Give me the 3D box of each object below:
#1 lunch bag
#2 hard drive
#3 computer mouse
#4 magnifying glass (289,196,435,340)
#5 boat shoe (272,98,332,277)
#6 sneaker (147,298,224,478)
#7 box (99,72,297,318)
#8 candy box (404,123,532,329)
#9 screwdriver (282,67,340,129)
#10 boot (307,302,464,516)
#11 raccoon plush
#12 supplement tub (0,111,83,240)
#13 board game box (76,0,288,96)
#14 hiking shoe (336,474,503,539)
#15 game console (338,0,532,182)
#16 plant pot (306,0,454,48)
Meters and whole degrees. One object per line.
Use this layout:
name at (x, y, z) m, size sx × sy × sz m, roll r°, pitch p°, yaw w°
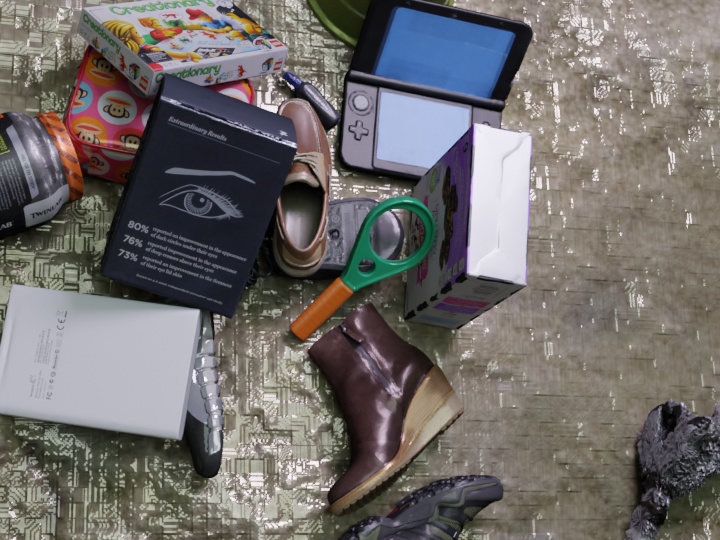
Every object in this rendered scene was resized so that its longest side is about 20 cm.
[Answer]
lunch bag at (-0.218, -0.175, 1.531) m, size 0.198 × 0.082 × 0.178 m, roll 16°, pitch 61°, yaw -12°
hard drive at (-0.269, 0.093, 1.427) m, size 0.198 × 0.026 × 0.133 m, roll 7°, pitch 79°, yaw 6°
computer mouse at (-0.051, -0.039, 1.568) m, size 0.198 × 0.053 × 0.140 m, roll 3°, pitch 72°, yaw -5°
magnifying glass at (0.000, 0.000, 1.528) m, size 0.200 × 0.022 × 0.080 m, roll -45°, pitch 114°, yaw 8°
boat shoe at (-0.062, -0.097, 1.519) m, size 0.075 × 0.072 × 0.202 m, roll -4°, pitch 73°, yaw -8°
sneaker at (-0.205, 0.122, 1.464) m, size 0.114 × 0.075 × 0.202 m, roll -3°, pitch 66°, yaw -12°
box at (-0.165, -0.076, 1.427) m, size 0.147 × 0.104 × 0.202 m, roll 20°, pitch 107°, yaw -13°
candy box at (0.115, -0.042, 1.536) m, size 0.071 × 0.200 × 0.170 m, roll 9°, pitch 72°, yaw -15°
screwdriver at (-0.100, -0.237, 1.623) m, size 0.200 × 0.028 × 0.029 m, roll 42°, pitch 96°, yaw 1°
boot at (-0.003, 0.150, 1.528) m, size 0.200 × 0.072 × 0.166 m, roll -40°, pitch 77°, yaw -22°
raccoon plush at (0.385, 0.238, 1.623) m, size 0.133 × 0.097 × 0.202 m, roll 21°, pitch 98°, yaw -24°
supplement tub at (-0.392, -0.087, 1.433) m, size 0.198 × 0.123 × 0.123 m, roll -21°, pitch 81°, yaw -21°
board game box at (-0.190, -0.249, 1.524) m, size 0.126 × 0.035 × 0.199 m, roll 41°, pitch 37°, yaw 26°
hiking shoe at (0.072, 0.290, 1.503) m, size 0.198 × 0.076 × 0.102 m, roll -24°, pitch 91°, yaw -13°
game console at (0.087, -0.200, 1.620) m, size 0.198 × 0.116 × 0.178 m, roll 10°, pitch 71°, yaw -14°
plant pot at (0.049, -0.380, 1.621) m, size 0.198 × 0.190 × 0.202 m, roll 5°, pitch 72°, yaw -17°
